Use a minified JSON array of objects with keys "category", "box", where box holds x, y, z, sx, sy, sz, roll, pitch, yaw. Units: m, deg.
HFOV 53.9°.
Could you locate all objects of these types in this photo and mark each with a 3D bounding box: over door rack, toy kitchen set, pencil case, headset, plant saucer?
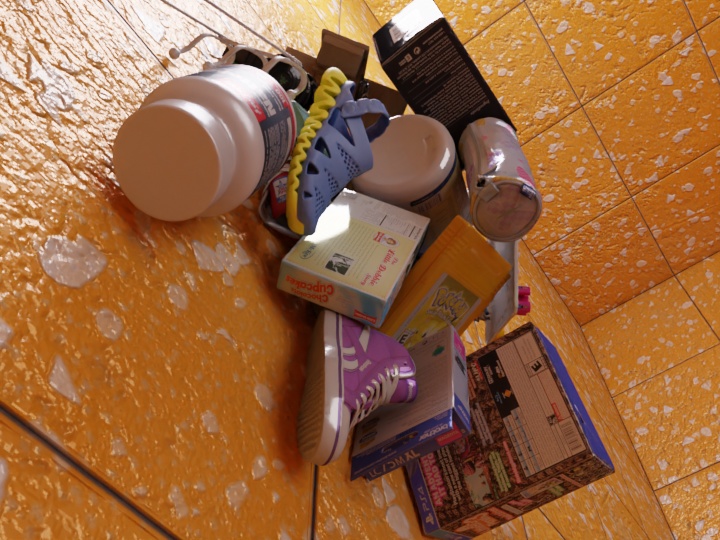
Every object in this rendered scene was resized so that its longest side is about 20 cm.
[{"category":"over door rack","box":[-0.164,-0.253,0.746,0.147,0.067,0.200,27,-6,35]},{"category":"toy kitchen set","box":[-0.045,-0.219,1.028,0.197,0.183,0.163,21,-11,-1]},{"category":"pencil case","box":[0.170,-0.119,0.891,0.090,0.084,0.201,28,31,-14]},{"category":"headset","box":[-0.089,-0.257,0.945,0.198,0.095,0.123,33,6,7]},{"category":"plant saucer","box":[-0.055,-0.166,0.894,0.071,0.019,0.200,63,7,3]}]

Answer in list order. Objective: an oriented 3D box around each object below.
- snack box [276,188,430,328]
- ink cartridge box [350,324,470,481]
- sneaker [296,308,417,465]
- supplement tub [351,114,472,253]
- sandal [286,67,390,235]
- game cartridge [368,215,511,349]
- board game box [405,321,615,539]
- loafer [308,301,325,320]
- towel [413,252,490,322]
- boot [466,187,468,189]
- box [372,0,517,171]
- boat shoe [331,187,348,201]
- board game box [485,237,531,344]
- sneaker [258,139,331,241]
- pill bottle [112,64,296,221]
[{"category":"snack box","box":[0.000,-0.022,0.781,0.115,0.038,0.200,20,32,9]},{"category":"ink cartridge box","box":[0.054,0.140,0.732,0.042,0.118,0.200,56,17,-14]},{"category":"sneaker","box":[0.006,0.110,0.657,0.113,0.073,0.201,23,28,-9]},{"category":"supplement tub","box":[0.077,-0.097,0.979,0.201,0.143,0.146,62,9,-51]},{"category":"sandal","box":[-0.024,-0.125,0.751,0.080,0.086,0.203,109,-1,-67]},{"category":"game cartridge","box":[0.096,0.045,0.875,0.032,0.201,0.176,45,9,34]},{"category":"board game box","box":[0.150,0.184,0.789,0.097,0.198,0.161,37,28,-50]},{"category":"loafer","box":[0.000,0.000,0.836,0.070,0.075,0.200,50,35,-2]},{"category":"towel","box":[0.100,0.019,1.000,0.024,0.145,0.200,-70,154,-17]},{"category":"boot","box":[0.154,-0.027,1.152,0.156,0.199,0.073,53,0,-19]},{"category":"box","box":[0.117,-0.265,1.002,0.200,0.104,0.149,49,18,-27]},{"category":"boat shoe","box":[-0.031,-0.085,0.960,0.074,0.062,0.202,36,28,-46]},{"category":"board game box","box":[0.212,-0.011,1.024,0.200,0.025,0.204,94,1,-72]},{"category":"sneaker","box":[-0.099,-0.125,0.822,0.202,0.071,0.113,58,14,-9]},{"category":"pill bottle","box":[-0.134,-0.115,0.632,0.120,0.119,0.200,54,18,-12]}]
